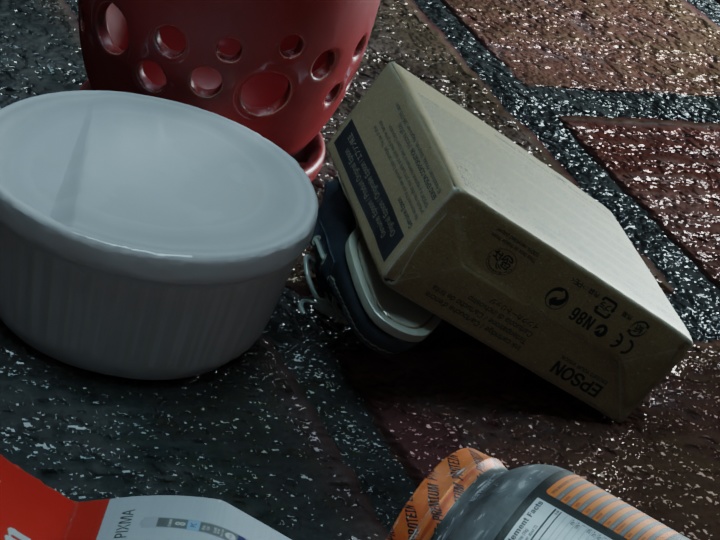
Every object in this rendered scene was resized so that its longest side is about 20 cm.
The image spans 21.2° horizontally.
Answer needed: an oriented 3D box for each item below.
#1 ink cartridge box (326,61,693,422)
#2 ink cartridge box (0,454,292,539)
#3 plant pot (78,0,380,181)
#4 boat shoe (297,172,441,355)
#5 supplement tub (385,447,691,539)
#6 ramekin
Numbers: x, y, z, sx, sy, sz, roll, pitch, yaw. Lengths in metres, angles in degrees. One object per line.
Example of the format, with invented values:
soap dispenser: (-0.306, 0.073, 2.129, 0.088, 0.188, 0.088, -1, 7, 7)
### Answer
ink cartridge box: (0.087, -0.017, 1.162, 0.199, 0.075, 0.165, 31, 19, -27)
ink cartridge box: (-0.100, 0.138, 0.819, 0.199, 0.047, 0.160, 32, 21, -10)
plant pot: (-0.095, -0.152, 1.277, 0.198, 0.184, 0.201, 12, 27, -6)
boat shoe: (0.000, 0.000, 1.166, 0.075, 0.062, 0.201, 31, 21, -26)
supplement tub: (0.109, 0.168, 0.860, 0.199, 0.124, 0.122, 29, 31, 25)
ramekin: (-0.131, -0.019, 1.113, 0.200, 0.095, 0.203, 12, 28, -7)
